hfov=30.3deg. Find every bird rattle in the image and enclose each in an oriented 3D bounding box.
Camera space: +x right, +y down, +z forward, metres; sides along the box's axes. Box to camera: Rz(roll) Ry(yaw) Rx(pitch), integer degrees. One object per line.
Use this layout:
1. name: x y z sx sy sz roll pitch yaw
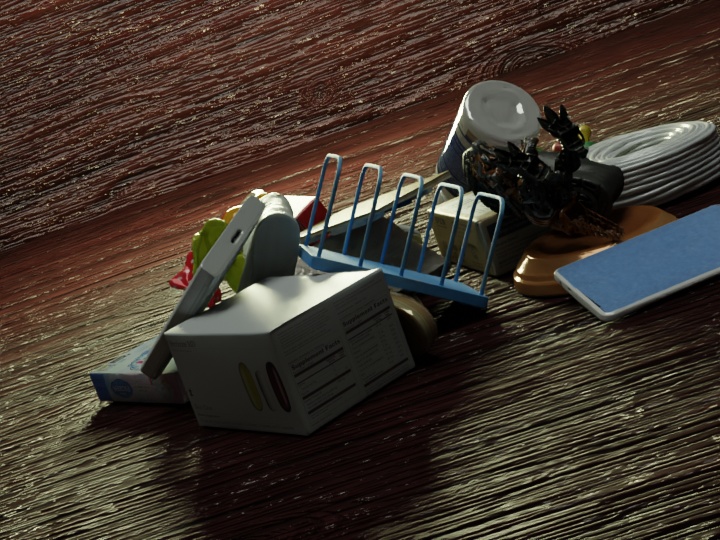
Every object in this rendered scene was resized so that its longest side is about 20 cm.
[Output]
1. bird rattle: -0.161 -0.028 1.736 0.164 0.112 0.200 -59 7 -10

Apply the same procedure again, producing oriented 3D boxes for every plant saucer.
1. plant saucer: 0.261 -0.027 1.471 0.198 0.038 0.200 -20 12 4

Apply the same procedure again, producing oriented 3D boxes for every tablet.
1. tablet: 0.305 -0.009 1.331 0.198 0.014 0.130 -21 25 -8

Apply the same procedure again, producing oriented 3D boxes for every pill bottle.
1. pill bottle: 0.165 -0.152 1.802 0.110 0.111 0.201 -27 -24 -30

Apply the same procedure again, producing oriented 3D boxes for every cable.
1. cable: 0.364 -0.133 1.686 0.198 0.070 0.200 -19 12 3

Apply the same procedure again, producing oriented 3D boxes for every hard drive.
1. hard drive: -0.176 0.020 1.477 0.200 0.026 0.132 -54 4 44

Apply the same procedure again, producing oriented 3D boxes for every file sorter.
1. file sorter: 0.044 -0.046 1.472 0.198 0.124 0.139 13 4 -10

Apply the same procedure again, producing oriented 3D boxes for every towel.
1. towel: 0.000 0.000 1.616 0.132 0.035 0.199 36 47 29

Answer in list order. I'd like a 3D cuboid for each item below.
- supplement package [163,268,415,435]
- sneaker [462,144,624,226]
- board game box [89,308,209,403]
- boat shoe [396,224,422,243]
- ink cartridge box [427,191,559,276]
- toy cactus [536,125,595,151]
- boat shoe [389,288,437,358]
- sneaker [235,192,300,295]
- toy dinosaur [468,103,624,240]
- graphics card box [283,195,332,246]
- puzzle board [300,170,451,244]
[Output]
1. supplement package: -0.075 0.081 1.365 0.155 0.112 0.199 -29 15 -36
2. sneaker: 0.211 -0.106 1.536 0.198 0.077 0.091 20 37 28
3. board game box: -0.200 0.101 1.634 0.199 0.044 0.198 -30 14 -37
4. boat shoe: 0.017 0.003 1.697 0.062 0.073 0.199 35 44 29
5. ink cartridge box: 0.193 -0.066 1.657 0.163 0.076 0.200 -24 12 -12
6. toy cactus: 0.308 -0.158 1.868 0.163 0.104 0.200 -3 10 26
7. boat shoe: 0.039 0.048 1.419 0.064 0.072 0.200 -25 12 -20
8. sneaker: -0.111 0.012 1.544 0.073 0.202 0.116 13 19 -11
9. toy dinosaur: 0.201 -0.096 1.438 0.198 0.136 0.103 16 56 19
10. graphics card box: -0.075 -0.044 1.857 0.051 0.126 0.200 -46 19 -16
11. puzzle board: 0.001 -0.069 1.658 0.199 0.018 0.150 -19 9 44
